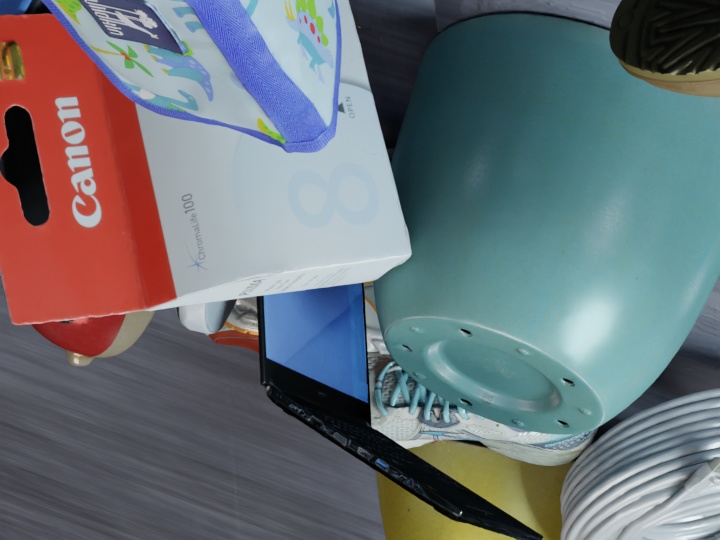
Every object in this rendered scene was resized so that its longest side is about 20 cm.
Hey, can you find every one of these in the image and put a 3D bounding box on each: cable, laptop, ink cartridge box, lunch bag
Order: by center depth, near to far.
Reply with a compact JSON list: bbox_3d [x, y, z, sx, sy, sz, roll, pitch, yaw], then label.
[{"bbox_3d":[-0.089,-0.156,0.782,0.200,0.127,0.170,55,-177,39],"label":"lunch bag"},{"bbox_3d":[-0.086,-0.066,0.894,0.198,0.162,0.047,-7,166,-27],"label":"ink cartridge box"},{"bbox_3d":[0.023,0.054,1.020,0.199,0.104,0.177,31,180,23],"label":"laptop"},{"bbox_3d":[0.227,0.150,1.217,0.199,0.070,0.199,-31,146,31],"label":"cable"}]

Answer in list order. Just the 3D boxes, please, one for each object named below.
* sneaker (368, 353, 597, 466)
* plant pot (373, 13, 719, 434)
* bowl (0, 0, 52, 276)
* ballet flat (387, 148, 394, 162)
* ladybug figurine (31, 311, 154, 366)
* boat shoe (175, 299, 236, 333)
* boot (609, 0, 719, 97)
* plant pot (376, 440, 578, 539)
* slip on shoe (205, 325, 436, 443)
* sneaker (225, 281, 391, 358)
[{"bbox_3d":[0.061,0.073,1.168,0.198,0.078,0.086,5,162,-5],"label":"sneaker"},{"bbox_3d":[0.096,-0.011,0.975,0.199,0.162,0.201,20,157,9],"label":"plant pot"},{"bbox_3d":[-0.152,-0.091,0.987,0.039,0.202,0.201,13,155,27],"label":"bowl"},{"bbox_3d":[0.083,-0.015,1.117,0.199,0.070,0.069,26,157,-3],"label":"ballet flat"},{"bbox_3d":[-0.177,-0.039,1.140,0.135,0.202,0.072,7,-172,41],"label":"ladybug figurine"},{"bbox_3d":[-0.092,-0.069,0.986,0.067,0.202,0.074,6,-176,14],"label":"boat shoe"},{"bbox_3d":[0.231,-0.064,0.856,0.174,0.067,0.200,4,152,40],"label":"boot"},{"bbox_3d":[0.097,0.195,1.356,0.198,0.143,0.200,10,180,0],"label":"plant pot"},{"bbox_3d":[-0.022,0.070,1.280,0.198,0.062,0.074,17,180,15],"label":"slip on shoe"},{"bbox_3d":[0.000,0.000,1.162,0.198,0.093,0.076,7,-167,15],"label":"sneaker"}]
